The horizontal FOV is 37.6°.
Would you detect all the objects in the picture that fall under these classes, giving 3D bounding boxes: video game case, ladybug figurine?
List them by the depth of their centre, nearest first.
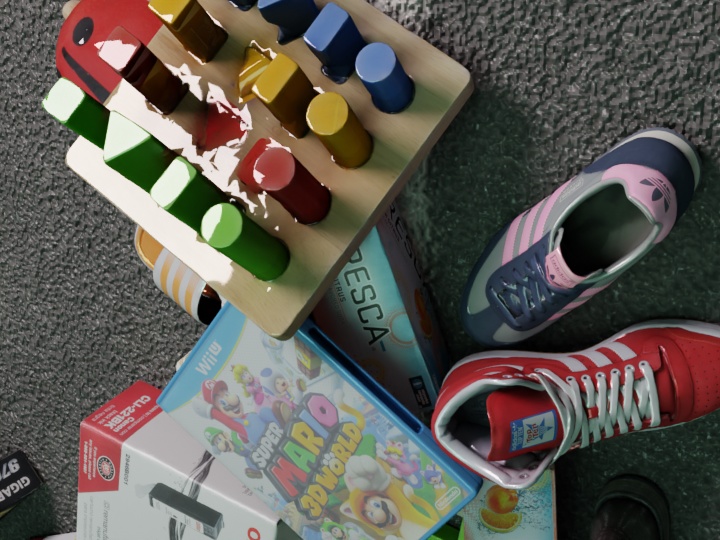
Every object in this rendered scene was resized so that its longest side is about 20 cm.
[{"bbox_3d":[-0.033,0.113,0.707,0.200,0.018,0.143,42,127,2],"label":"video game case"},{"bbox_3d":[-0.150,-0.121,0.763,0.200,0.072,0.136,42,126,8],"label":"ladybug figurine"}]

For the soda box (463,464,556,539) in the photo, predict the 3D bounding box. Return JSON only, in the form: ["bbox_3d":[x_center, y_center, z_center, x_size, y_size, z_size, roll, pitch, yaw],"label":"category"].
[{"bbox_3d":[0.107,0.210,0.746,0.063,0.069,0.203,-2,111,7],"label":"soda box"}]

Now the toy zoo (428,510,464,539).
[{"bbox_3d":[0.021,0.242,0.856,0.130,0.020,0.203,21,120,21],"label":"toy zoo"}]

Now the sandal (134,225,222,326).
[{"bbox_3d":[-0.096,0.010,0.797,0.205,0.059,0.080,25,121,18],"label":"sandal"}]

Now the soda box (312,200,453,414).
[{"bbox_3d":[0.000,0.000,0.728,0.068,0.064,0.202,-15,104,19],"label":"soda box"}]

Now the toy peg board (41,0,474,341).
[{"bbox_3d":[-0.071,-0.102,0.636,0.199,0.098,0.200,37,89,19],"label":"toy peg board"}]

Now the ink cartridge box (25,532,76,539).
[{"bbox_3d":[-0.274,0.345,0.999,0.198,0.144,0.147,-17,102,33],"label":"ink cartridge box"}]

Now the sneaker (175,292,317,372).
[{"bbox_3d":[-0.089,0.044,0.744,0.114,0.074,0.202,-17,118,13],"label":"sneaker"}]

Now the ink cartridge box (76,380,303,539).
[{"bbox_3d":[-0.137,0.205,0.893,0.198,0.084,0.146,21,120,20],"label":"ink cartridge box"}]

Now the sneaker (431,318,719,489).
[{"bbox_3d":[0.138,0.080,0.641,0.197,0.112,0.072,-10,96,17],"label":"sneaker"}]

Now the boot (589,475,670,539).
[{"bbox_3d":[0.158,0.248,0.684,0.068,0.174,0.203,-3,109,30],"label":"boot"}]

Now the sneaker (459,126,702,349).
[{"bbox_3d":[0.118,-0.007,0.650,0.070,0.082,0.200,43,128,3],"label":"sneaker"}]

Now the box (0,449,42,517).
[{"bbox_3d":[-0.423,0.261,1.013,0.159,0.199,0.046,-39,85,36],"label":"box"}]
